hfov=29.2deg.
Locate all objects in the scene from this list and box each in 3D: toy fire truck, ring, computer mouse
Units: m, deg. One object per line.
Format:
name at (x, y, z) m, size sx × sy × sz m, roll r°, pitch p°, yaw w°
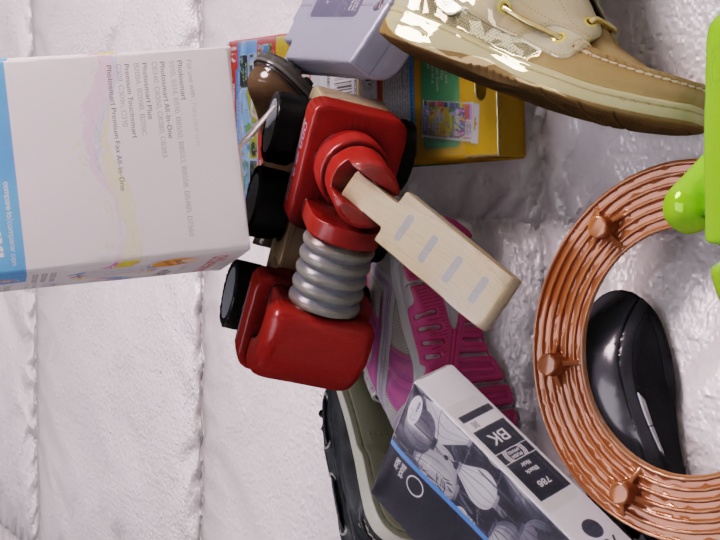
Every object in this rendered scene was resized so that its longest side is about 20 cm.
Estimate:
toy fire truck at (0.000, 0.000, 0.834) m, size 0.200 × 0.127 × 0.178 m, roll -118°, pitch 42°, yaw -68°
ring at (0.168, 0.042, 0.728) m, size 0.199 × 0.019 × 0.204 m, roll -3°, pitch 85°, yaw 43°
computer mouse at (0.163, 0.110, 0.765) m, size 0.140 × 0.045 × 0.203 m, roll -11°, pitch 83°, yaw 59°

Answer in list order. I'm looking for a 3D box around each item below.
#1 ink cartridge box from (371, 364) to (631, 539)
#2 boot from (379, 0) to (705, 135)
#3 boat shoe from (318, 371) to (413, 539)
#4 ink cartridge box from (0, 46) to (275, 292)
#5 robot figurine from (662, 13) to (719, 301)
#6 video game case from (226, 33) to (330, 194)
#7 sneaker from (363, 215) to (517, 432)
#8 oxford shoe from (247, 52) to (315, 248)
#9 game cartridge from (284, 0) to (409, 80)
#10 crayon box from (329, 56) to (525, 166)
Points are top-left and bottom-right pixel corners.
ink cartridge box at (0.092, 0.156, 0.788) m, size 0.200 × 0.039 × 0.100 m, roll 42°, pitch 132°, yaw 28°
boot at (0.122, -0.169, 0.770) m, size 0.198 × 0.073 × 0.157 m, roll 24°, pitch 93°, yaw 27°
boat shoe at (0.001, 0.111, 0.978) m, size 0.066 × 0.074 × 0.202 m, roll -44°, pitch 47°, yaw 38°
ink cartridge box at (-0.155, -0.060, 0.861) m, size 0.128 × 0.197 × 0.127 m, roll 161°, pitch 103°, yaw -75°
robot figurine at (0.210, -0.050, 0.609) m, size 0.174 × 0.115 × 0.203 m, roll 1°, pitch 94°, yaw 50°
video game case at (-0.058, -0.120, 1.130) m, size 0.199 × 0.017 × 0.145 m, roll 9°, pitch 100°, yaw 58°
sneaker at (0.045, 0.070, 0.931) m, size 0.088 × 0.080 × 0.203 m, roll -32°, pitch 57°, yaw 56°
oxford shoe at (-0.042, -0.055, 0.961) m, size 0.072 × 0.084 × 0.202 m, roll 24°, pitch 144°, yaw 46°
game cartridge at (0.026, -0.215, 0.891) m, size 0.202 × 0.041 × 0.133 m, roll -64°, pitch 26°, yaw -4°
crayon box at (0.049, -0.134, 0.923) m, size 0.199 × 0.051 × 0.128 m, roll 3°, pitch 96°, yaw 59°
